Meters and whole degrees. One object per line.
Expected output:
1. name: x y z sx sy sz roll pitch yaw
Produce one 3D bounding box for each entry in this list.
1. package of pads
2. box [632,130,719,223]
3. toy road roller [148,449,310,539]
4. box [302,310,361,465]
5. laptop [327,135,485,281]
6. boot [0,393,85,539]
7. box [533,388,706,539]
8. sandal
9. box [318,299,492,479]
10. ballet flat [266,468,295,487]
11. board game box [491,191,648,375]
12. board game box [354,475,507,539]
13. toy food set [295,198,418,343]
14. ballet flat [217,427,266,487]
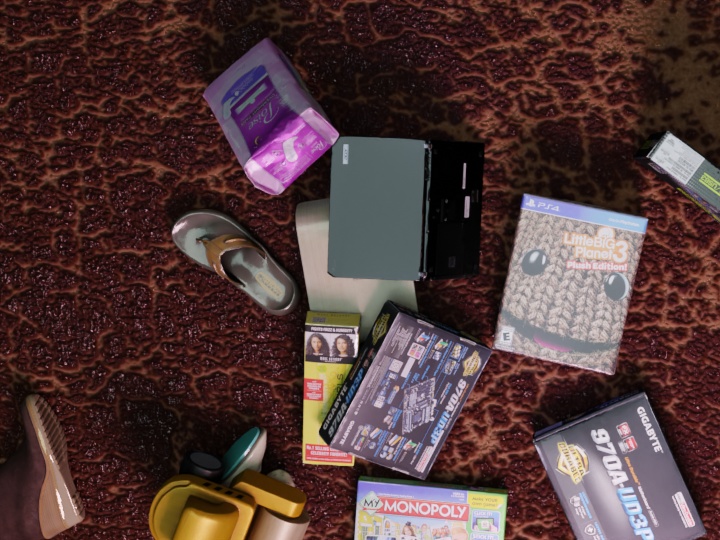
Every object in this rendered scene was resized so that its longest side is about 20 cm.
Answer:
1. package of pads: -0.118 -0.199 1.589 0.120 0.200 0.076 -42 133 11
2. box: 0.428 -0.094 1.516 0.200 0.193 0.048 37 96 2
3. toy road roller: -0.172 0.331 1.596 0.199 0.146 0.124 21 103 -3
4. box: -0.039 0.155 1.646 0.075 0.050 0.201 4 110 3
5. laptop: 0.062 -0.079 1.600 0.103 0.199 0.179 7 97 39
6. boot: -0.485 0.283 1.728 0.165 0.072 0.201 -15 96 6
7. box: 0.334 0.275 1.624 0.158 0.046 0.201 -24 91 9
8. sandal: -0.167 -0.011 1.671 0.200 0.055 0.082 41 98 2
9. box: 0.058 0.157 1.620 0.158 0.046 0.201 22 99 -29
10. ballet flat: -0.135 0.366 1.696 0.066 0.057 0.201 20 97 5
11. board game box: 0.264 0.013 1.594 0.158 0.097 0.202 11 96 6
12. board game box: 0.092 0.352 1.672 0.198 0.029 0.136 4 96 7
13. toy food set: 0.000 0.000 1.655 0.142 0.060 0.202 -8 102 8
14. ballet flat: -0.183 0.295 1.700 0.200 0.069 0.070 -43 88 11
